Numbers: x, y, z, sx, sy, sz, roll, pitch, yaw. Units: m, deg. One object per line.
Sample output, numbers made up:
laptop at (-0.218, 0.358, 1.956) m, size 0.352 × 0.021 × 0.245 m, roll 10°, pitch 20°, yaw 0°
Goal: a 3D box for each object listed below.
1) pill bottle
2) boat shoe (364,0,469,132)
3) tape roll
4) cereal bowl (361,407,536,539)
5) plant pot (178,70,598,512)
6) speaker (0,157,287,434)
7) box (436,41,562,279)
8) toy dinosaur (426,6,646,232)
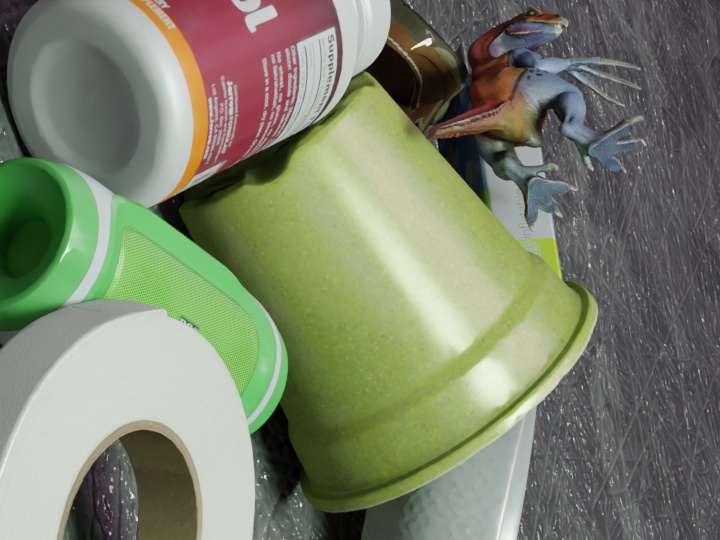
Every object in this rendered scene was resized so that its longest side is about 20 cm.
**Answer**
pill bottle at (-0.075, -0.112, 1.110) m, size 0.200 × 0.112 × 0.114 m, roll -32°, pitch 106°, yaw -48°
boat shoe at (0.019, -0.113, 1.387) m, size 0.076 × 0.074 × 0.200 m, roll 43°, pitch -7°, yaw 9°
tape roll at (-0.113, 0.115, 0.945) m, size 0.202 × 0.037 × 0.205 m, roll -19°, pitch 112°, yaw -57°
cereal bowl at (0.048, 0.153, 1.293) m, size 0.200 × 0.083 × 0.202 m, roll 11°, pitch 90°, yaw -81°
plant pot at (0.000, 0.000, 1.218) m, size 0.185 × 0.200 × 0.201 m, roll 54°, pitch 27°, yaw -15°
speaker at (-0.112, 0.019, 1.040) m, size 0.200 × 0.088 × 0.089 m, roll 39°, pitch 41°, yaw -55°
box at (0.090, -0.038, 1.454) m, size 0.122 × 0.047 × 0.202 m, roll 113°, pitch -28°, yaw -68°
toy dinosaur at (0.095, -0.111, 1.275) m, size 0.200 × 0.105 × 0.182 m, roll 36°, pitch 14°, yaw -43°
